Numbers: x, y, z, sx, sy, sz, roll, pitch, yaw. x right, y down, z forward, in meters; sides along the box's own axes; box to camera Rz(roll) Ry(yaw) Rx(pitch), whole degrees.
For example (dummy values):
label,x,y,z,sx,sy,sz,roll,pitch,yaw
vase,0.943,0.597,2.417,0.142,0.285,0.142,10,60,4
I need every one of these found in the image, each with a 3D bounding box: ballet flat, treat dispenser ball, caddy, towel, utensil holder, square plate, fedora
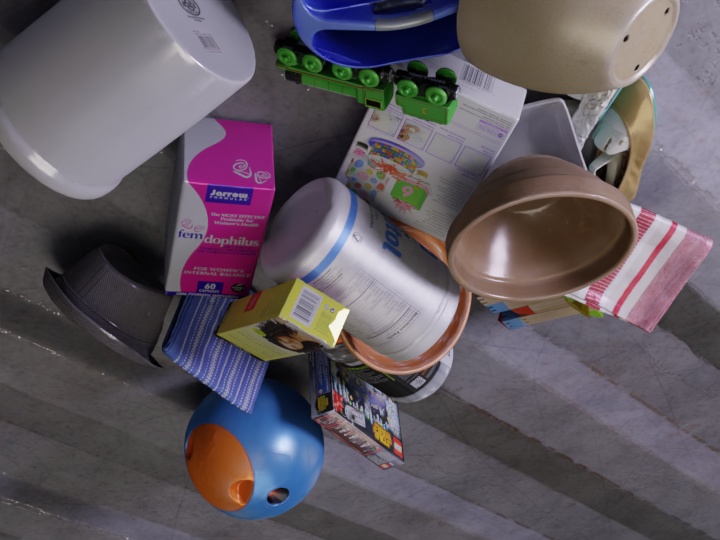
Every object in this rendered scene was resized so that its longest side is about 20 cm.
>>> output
label,x,y,z,sx,sy,sz,roll,pitch,yaw
ballet flat,0.292,-0.136,1.273,0.063,0.069,0.200,-26,144,-12
treat dispenser ball,-0.151,0.253,1.600,0.200,0.201,0.201,-5,143,-4
caddy,0.035,-0.260,1.037,0.199,0.105,0.142,-9,142,2
towel,0.297,-0.016,1.335,0.199,0.023,0.144,22,120,-9
utensil holder,-0.222,-0.188,1.040,0.200,0.170,0.170,-32,137,24
towel,-0.168,0.081,1.426,0.024,0.145,0.200,4,154,33
ballet flat,0.236,-0.179,1.220,0.072,0.072,0.200,5,141,-16
square plate,0.166,-0.102,1.267,0.198,0.028,0.200,-8,129,28
fedora,-0.288,0.033,1.354,0.090,0.177,0.200,-49,154,0

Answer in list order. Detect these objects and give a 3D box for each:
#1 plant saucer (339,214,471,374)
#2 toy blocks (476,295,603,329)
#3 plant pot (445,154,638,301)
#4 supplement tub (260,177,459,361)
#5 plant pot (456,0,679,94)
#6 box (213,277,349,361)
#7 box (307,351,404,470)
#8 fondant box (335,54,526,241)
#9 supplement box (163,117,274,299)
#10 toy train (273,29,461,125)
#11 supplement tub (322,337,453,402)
label,x,y,z,sx,sy,sz,roll,pitch,yaw
plant saucer,0.047,0.027,1.381,0.200,0.201,0.037,18,174,-30
toy blocks,0.212,0.012,1.454,0.136,0.100,0.200,-15,144,28
plant pot,0.186,-0.056,1.193,0.200,0.093,0.201,-4,146,-3
supplement tub,0.000,0.000,1.255,0.200,0.132,0.132,35,127,-29
plant pot,0.203,-0.236,1.002,0.200,0.134,0.201,-34,148,-25
box,-0.091,0.058,1.242,0.075,0.050,0.200,31,160,-18
box,-0.006,0.182,1.586,0.040,0.137,0.200,-22,142,22
fondant box,0.070,-0.138,1.208,0.144,0.058,0.200,24,136,-4
supplement box,-0.162,-0.067,1.262,0.101,0.104,0.200,4,140,-13
toy train,0.006,-0.191,1.115,0.199,0.042,0.056,17,145,16
supplement tub,0.024,0.086,1.477,0.122,0.123,0.200,-27,139,24
